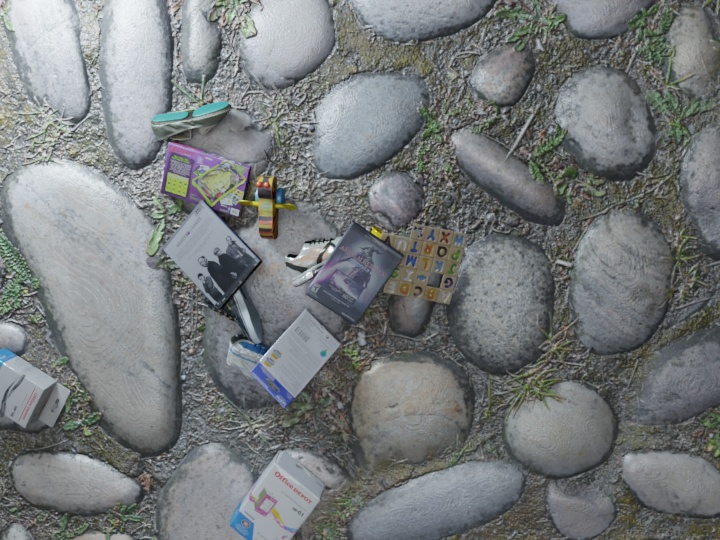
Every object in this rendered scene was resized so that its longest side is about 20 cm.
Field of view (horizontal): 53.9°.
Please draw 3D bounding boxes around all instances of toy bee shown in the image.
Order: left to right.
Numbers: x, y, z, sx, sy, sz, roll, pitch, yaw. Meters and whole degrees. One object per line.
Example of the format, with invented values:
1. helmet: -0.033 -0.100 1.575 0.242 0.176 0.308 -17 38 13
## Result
1. toy bee: -0.217 -0.169 1.597 0.128 0.109 0.205 -16 96 8

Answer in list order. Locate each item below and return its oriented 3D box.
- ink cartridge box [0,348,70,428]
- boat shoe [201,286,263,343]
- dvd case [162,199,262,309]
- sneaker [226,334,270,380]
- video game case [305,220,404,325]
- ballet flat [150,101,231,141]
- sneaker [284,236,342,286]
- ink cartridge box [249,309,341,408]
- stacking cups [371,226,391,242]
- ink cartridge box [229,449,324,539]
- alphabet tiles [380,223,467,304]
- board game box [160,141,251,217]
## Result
1. ink cartridge box: -0.827 0.297 1.729 0.197 0.067 0.118 31 98 0
2. boat shoe: -0.303 0.089 1.661 0.089 0.071 0.204 -25 88 9
3. dvd case: -0.340 -0.036 1.620 0.200 0.025 0.151 45 97 8
4. sneaker: -0.228 0.230 1.679 0.196 0.075 0.088 28 121 -1
5. video game case: -0.014 0.009 1.587 0.141 0.019 0.202 32 109 -13
6. ballet flat: -0.381 -0.337 1.619 0.194 0.068 0.065 -9 124 7
7. sneaker: -0.088 -0.044 1.620 0.197 0.074 0.081 -31 92 8
8. ink cartridge box: -0.151 0.204 1.628 0.119 0.042 0.200 44 65 -3
9. stacking cups: 0.000 0.000 1.625 0.060 0.061 0.203 32 100 0
10. ink cartridge box: -0.200 0.562 1.704 0.143 0.085 0.202 37 98 -1
11. alphabet tiles: 0.131 -0.019 1.604 0.194 0.008 0.172 10 107 -11
12. board game box: -0.357 -0.210 1.633 0.195 0.032 0.123 18 113 2
